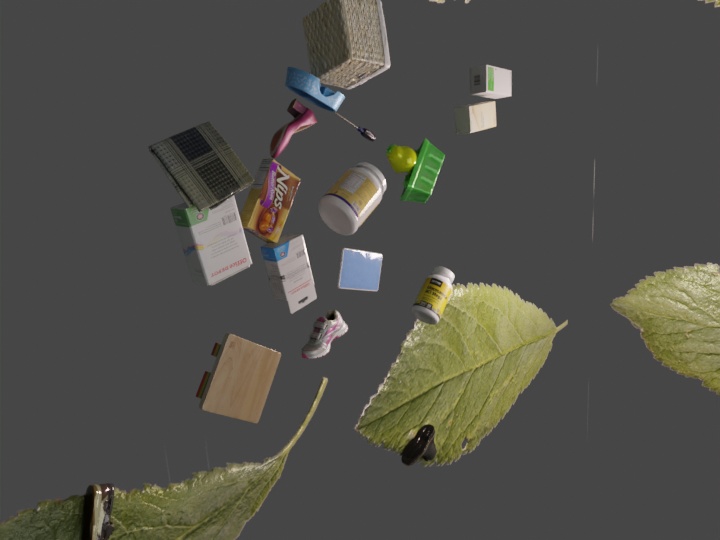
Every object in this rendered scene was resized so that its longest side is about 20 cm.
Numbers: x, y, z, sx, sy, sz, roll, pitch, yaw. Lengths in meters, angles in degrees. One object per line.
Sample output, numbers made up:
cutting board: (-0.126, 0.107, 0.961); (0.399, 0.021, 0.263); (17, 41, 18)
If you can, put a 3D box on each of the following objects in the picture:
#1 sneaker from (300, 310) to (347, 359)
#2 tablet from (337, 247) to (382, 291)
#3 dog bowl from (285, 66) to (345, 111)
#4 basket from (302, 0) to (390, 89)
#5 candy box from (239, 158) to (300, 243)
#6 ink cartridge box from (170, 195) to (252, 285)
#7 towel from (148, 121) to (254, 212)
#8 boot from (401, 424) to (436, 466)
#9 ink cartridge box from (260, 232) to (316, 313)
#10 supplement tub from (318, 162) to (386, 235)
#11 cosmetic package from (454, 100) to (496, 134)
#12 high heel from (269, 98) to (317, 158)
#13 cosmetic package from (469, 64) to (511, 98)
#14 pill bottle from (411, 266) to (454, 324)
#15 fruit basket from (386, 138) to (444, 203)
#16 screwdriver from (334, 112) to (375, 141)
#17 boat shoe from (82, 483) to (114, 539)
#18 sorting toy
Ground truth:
sneaker: (-0.123, 0.193, 1.806); (0.200, 0.080, 0.089); (-46, 126, -43)
tablet: (0.000, 0.000, 1.952); (0.198, 0.014, 0.133); (7, 91, -47)
dog bowl: (-0.132, -0.511, 1.664); (0.198, 0.111, 0.050); (17, 97, -47)
basket: (-0.042, -0.644, 1.654); (0.159, 0.196, 0.204); (-11, 91, -41)
candy box: (-0.251, -0.191, 1.617); (0.116, 0.056, 0.203); (32, 74, -45)
ink cartridge box: (-0.374, -0.083, 1.476); (0.144, 0.087, 0.204); (-30, 115, -40)
towel: (-0.382, -0.251, 1.423); (0.201, 0.034, 0.192); (52, 49, -1)
boot: (0.242, 0.724, 2.288); (0.199, 0.077, 0.140); (-38, 127, -36)
ink cartridge box: (-0.205, 0.008, 1.688); (0.115, 0.067, 0.204); (-30, 117, -41)
supplement tub: (-0.022, -0.223, 1.796); (0.201, 0.144, 0.147); (-51, 129, -30)
cosmetic package: (0.457, -0.608, 2.316); (0.199, 0.072, 0.106); (-26, 115, -43)
high heel: (-0.185, -0.381, 1.647); (0.096, 0.067, 0.203); (36, 66, -33)
cosmetic package: (0.526, -0.760, 2.359); (0.198, 0.084, 0.110); (-12, 103, -45)
pill bottle: (0.278, 0.091, 2.197); (0.113, 0.111, 0.202); (46, 62, -40)
fruit basket: (0.172, -0.357, 2.021); (0.211, 0.156, 0.220); (2, 78, -7)
screwdriver: (-0.018, -0.461, 1.853); (0.199, 0.028, 0.030); (26, 47, -45)
boat shoe: (-0.598, 0.593, 1.345); (0.064, 0.073, 0.204); (4, 93, -42)
sorting toy: (-0.336, 0.290, 1.588); (0.198, 0.069, 0.203); (31, 73, -46)
